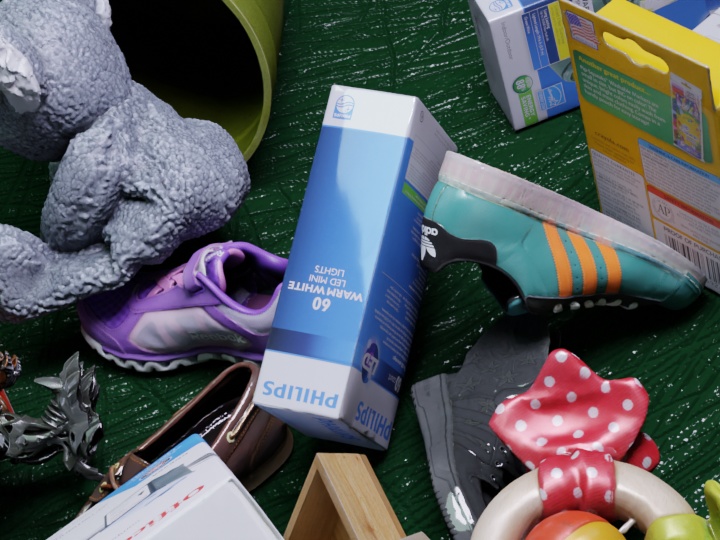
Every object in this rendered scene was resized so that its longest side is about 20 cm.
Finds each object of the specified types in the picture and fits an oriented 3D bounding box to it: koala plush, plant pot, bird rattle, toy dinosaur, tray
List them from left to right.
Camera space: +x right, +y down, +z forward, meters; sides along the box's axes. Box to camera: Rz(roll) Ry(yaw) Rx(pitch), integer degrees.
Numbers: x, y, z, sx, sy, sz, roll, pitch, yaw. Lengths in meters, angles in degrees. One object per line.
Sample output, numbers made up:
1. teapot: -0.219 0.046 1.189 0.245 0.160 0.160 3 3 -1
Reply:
1. toy dinosaur: -0.231 0.099 1.391 0.135 0.201 0.102 -9 14 -2
2. koala plush: -0.187 -0.101 1.483 0.183 0.200 0.177 -19 18 25
3. plant pot: -0.136 -0.189 1.630 0.200 0.201 0.193 -1 33 17
4. tray: 0.008 0.204 1.230 0.037 0.099 0.200 3 36 -28
5. bird rattle: 0.130 0.141 1.207 0.163 0.113 0.200 -35 60 -25

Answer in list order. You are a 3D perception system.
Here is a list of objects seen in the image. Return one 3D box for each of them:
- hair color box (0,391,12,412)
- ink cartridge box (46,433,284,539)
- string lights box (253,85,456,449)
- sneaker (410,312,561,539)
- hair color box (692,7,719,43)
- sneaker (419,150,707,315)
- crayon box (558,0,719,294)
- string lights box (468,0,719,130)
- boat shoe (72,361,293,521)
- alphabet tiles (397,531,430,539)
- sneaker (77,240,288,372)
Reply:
1. hair color box: -0.339 0.116 1.454 0.200 0.064 0.111 -38 48 -22
2. ink cartridge box: -0.115 0.173 1.230 0.146 0.086 0.200 -36 6 -7
3. string lights box: 0.000 0.000 1.367 0.059 0.103 0.201 10 78 19
4. sneaker: 0.090 0.097 1.336 0.104 0.060 0.200 -18 33 3
5. hair color box: 0.275 -0.129 1.505 0.200 0.064 0.111 -40 46 -20
6. sneaker: 0.121 -0.004 1.380 0.080 0.200 0.071 -67 24 3
7. crayon box: 0.198 -0.085 1.385 0.052 0.200 0.126 -39 47 -21
8. string lights box: 0.182 -0.187 1.566 0.199 0.103 0.059 -22 42 -3
9. boat shoe: -0.127 0.135 1.369 0.070 0.070 0.200 27 60 36
10. alphabet tiles: 0.058 0.205 1.154 0.166 0.200 0.006 45 111 18
11. sneaker: -0.100 0.018 1.465 0.200 0.089 0.081 5 49 25
